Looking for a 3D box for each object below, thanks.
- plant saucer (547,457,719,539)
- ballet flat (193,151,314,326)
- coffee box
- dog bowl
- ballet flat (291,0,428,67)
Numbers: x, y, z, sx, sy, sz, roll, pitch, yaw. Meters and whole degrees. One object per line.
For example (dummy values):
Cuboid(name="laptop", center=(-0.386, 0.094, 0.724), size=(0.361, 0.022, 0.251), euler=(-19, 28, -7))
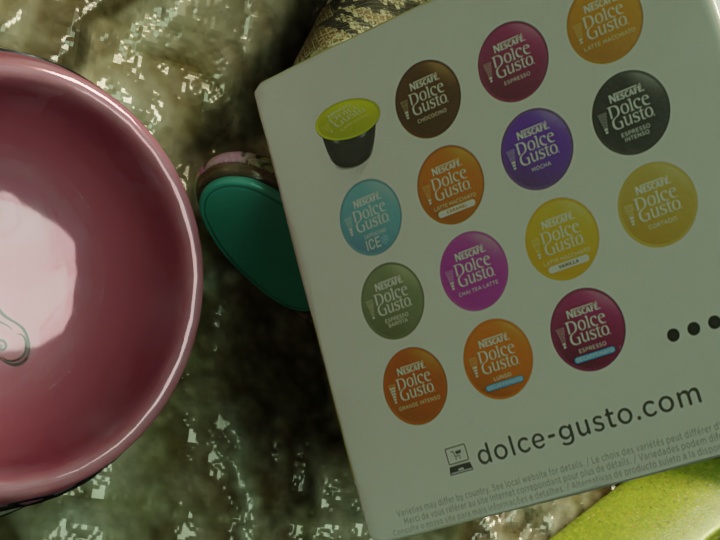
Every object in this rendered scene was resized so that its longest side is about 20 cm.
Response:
Cuboid(name="plant saucer", center=(0.168, 0.216, 0.869), size=(0.200, 0.048, 0.200), euler=(-30, 106, -32))
Cuboid(name="ballet flat", center=(0.000, 0.000, 0.754), size=(0.200, 0.069, 0.071), euler=(46, 47, -29))
Cuboid(name="coffee box", center=(0.109, -0.015, 0.682), size=(0.200, 0.199, 0.198), euler=(-1, 73, -56))
Cuboid(name="dog bowl", center=(-0.150, 0.003, 0.638), size=(0.200, 0.074, 0.201), euler=(1, 88, -35))
Cuboid(name="ballet flat", center=(0.035, -0.123, 0.784), size=(0.200, 0.068, 0.075), euler=(-9, 73, -40))
